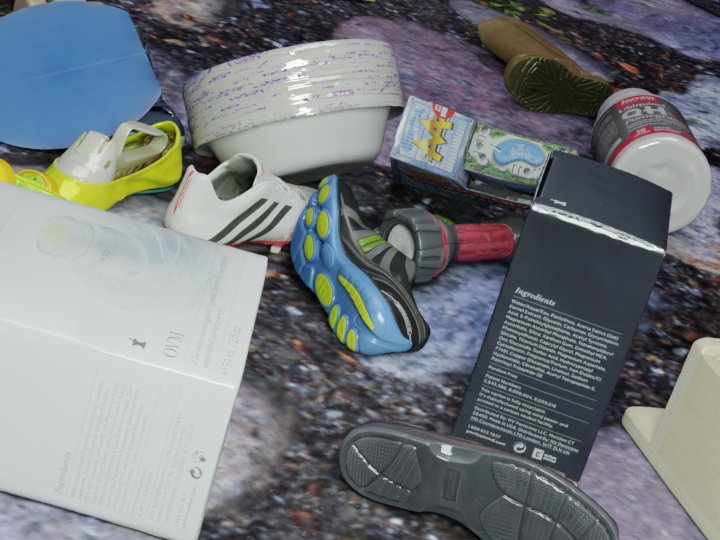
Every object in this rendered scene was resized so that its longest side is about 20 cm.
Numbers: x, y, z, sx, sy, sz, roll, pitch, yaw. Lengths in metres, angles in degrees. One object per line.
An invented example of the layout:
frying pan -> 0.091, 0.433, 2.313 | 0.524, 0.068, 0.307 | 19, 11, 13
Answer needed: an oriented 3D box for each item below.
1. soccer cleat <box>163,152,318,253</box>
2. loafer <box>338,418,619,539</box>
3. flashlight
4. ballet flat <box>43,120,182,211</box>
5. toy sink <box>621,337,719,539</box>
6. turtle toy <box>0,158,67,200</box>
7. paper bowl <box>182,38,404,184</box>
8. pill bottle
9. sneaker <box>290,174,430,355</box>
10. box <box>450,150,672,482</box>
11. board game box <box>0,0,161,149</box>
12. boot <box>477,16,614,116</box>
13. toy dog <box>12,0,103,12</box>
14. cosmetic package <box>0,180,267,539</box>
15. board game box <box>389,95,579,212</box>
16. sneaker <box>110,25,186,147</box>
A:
soccer cleat -> -0.087, -0.061, 1.484 | 0.068, 0.086, 0.199 | 33, 28, 32
loafer -> 0.085, 0.145, 1.183 | 0.199, 0.072, 0.063 | 20, 19, 11
flashlight -> 0.101, -0.025, 1.567 | 0.199, 0.068, 0.068 | -4, 48, -42
ballet flat -> -0.216, -0.090, 1.478 | 0.067, 0.067, 0.200 | 28, 25, 21
toy sink -> 0.309, 0.126, 1.326 | 0.129, 0.113, 0.200 | 8, 25, -22
turtle toy -> -0.281, -0.036, 1.267 | 0.199, 0.102, 0.146 | 24, 0, 9
paper bowl -> -0.057, -0.137, 1.584 | 0.199, 0.105, 0.201 | -13, -3, -1
pill bottle -> 0.309, -0.127, 1.883 | 0.110, 0.111, 0.200 | 14, 23, -8
sneaker -> 0.000, 0.000, 1.434 | 0.082, 0.071, 0.200 | 14, 33, -35
box -> 0.153, 0.032, 1.308 | 0.104, 0.201, 0.148 | 20, 23, 5
board game box -> -0.274, -0.171, 1.611 | 0.157, 0.039, 0.201 | -16, 51, -14
boot -> 0.202, -0.263, 2.170 | 0.174, 0.066, 0.200 | 16, 21, -38
toy dog -> -0.338, -0.310, 1.833 | 0.199, 0.097, 0.132 | 31, 26, 27
cosmetic package -> -0.176, 0.053, 1.128 | 0.198, 0.124, 0.200 | 15, 23, -4
board game box -> 0.106, -0.101, 1.618 | 0.199, 0.062, 0.200 | 17, -2, 17
sneaker -> -0.222, -0.185, 1.659 | 0.075, 0.085, 0.200 | -1, 30, -37
